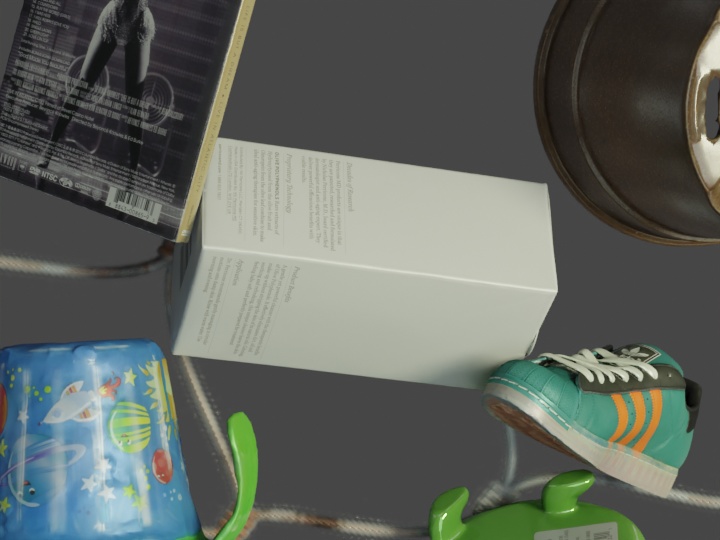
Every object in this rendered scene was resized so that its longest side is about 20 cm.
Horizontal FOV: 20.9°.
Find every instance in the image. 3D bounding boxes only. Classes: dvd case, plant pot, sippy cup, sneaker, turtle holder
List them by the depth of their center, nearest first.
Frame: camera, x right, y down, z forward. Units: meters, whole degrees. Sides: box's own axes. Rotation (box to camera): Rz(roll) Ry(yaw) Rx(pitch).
[{"bbox_3d":[-0.126,-0.131,1.059,0.149,0.016,0.200,20,98,31],"label":"dvd case"},{"bbox_3d":[0.217,-0.098,1.084,0.200,0.198,0.201,-1,99,-9],"label":"plant pot"},{"bbox_3d":[-0.155,0.104,1.089,0.178,0.140,0.131,-2,89,-20],"label":"sippy cup"},{"bbox_3d":[0.138,0.072,1.129,0.200,0.071,0.080,28,86,-55],"label":"sneaker"},{"bbox_3d":[0.087,0.216,1.143,0.185,0.141,0.132,-25,120,-15],"label":"turtle holder"}]

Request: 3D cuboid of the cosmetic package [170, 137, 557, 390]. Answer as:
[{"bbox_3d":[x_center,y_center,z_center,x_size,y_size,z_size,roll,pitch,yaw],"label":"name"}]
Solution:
[{"bbox_3d":[0.000,0.000,1.095,0.200,0.085,0.108,7,141,-13],"label":"cosmetic package"}]
